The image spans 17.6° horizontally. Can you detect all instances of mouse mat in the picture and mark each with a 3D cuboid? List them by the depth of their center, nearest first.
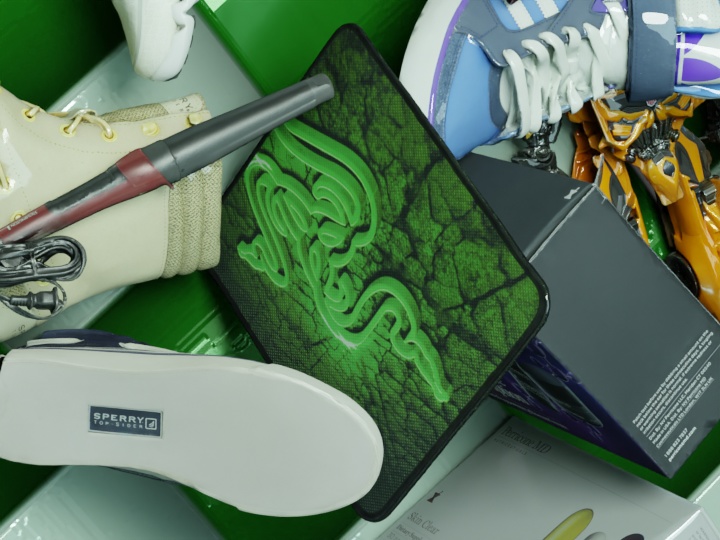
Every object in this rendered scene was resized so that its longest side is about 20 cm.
[{"bbox_3d":[0.000,0.000,1.125,0.008,0.200,0.161,4,133,-44],"label":"mouse mat"}]

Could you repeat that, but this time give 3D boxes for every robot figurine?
[{"bbox_3d":[0.163,-0.044,1.291,0.145,0.058,0.201,-27,110,-21],"label":"robot figurine"}]

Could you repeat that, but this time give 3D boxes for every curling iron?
[{"bbox_3d":[-0.096,-0.039,1.109,0.200,0.026,0.050,-34,82,-19],"label":"curling iron"}]

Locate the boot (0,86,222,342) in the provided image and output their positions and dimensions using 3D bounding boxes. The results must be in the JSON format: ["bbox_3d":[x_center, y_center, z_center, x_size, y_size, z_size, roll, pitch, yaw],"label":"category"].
[{"bbox_3d":[-0.151,-0.073,1.128,0.155,0.073,0.201,-18,109,-21],"label":"boot"}]

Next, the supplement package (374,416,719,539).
[{"bbox_3d":[0.126,0.189,1.237,0.111,0.200,0.156,-40,113,-14],"label":"supplement package"}]

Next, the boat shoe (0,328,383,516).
[{"bbox_3d":[-0.083,0.065,1.136,0.199,0.093,0.075,11,103,5],"label":"boat shoe"}]

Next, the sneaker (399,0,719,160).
[{"bbox_3d":[0.117,-0.110,1.173,0.200,0.146,0.081,-54,150,-42],"label":"sneaker"}]

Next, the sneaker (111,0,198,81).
[{"bbox_3d":[-0.125,-0.186,1.117,0.081,0.075,0.201,-11,88,-13],"label":"sneaker"}]

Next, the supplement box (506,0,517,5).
[{"bbox_3d":[0.057,-0.244,1.150,0.109,0.061,0.200,-35,79,-15],"label":"supplement box"}]

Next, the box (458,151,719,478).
[{"bbox_3d":[0.087,0.014,1.186,0.079,0.200,0.141,-47,115,-11],"label":"box"}]
